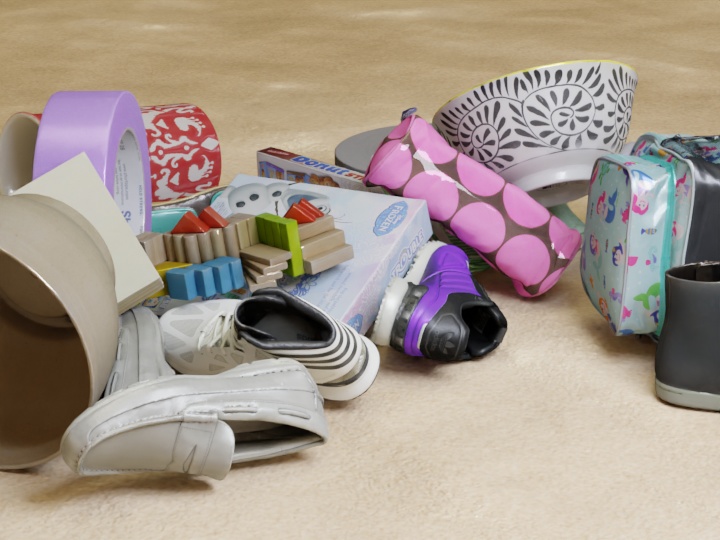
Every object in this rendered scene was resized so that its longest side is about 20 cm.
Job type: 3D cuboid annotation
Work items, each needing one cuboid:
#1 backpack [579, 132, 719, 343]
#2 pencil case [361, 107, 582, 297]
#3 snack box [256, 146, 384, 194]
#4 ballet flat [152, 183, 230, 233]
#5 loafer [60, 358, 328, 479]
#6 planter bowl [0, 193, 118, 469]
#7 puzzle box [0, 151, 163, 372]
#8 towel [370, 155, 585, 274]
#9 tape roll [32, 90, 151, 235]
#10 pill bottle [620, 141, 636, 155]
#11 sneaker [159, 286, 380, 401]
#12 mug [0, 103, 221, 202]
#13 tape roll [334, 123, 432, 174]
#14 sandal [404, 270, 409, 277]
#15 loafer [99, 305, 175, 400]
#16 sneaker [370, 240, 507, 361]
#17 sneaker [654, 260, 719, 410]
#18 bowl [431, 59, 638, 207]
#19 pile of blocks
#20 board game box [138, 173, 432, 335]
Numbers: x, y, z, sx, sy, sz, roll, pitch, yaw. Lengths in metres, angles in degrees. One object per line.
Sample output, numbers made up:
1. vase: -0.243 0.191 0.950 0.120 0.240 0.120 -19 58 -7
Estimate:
1. backpack: 0.265 -0.029 1.513 0.149 0.179 0.200 3 16 -2
2. pencil case: 0.099 -0.057 1.621 0.091 0.199 0.094 -56 7 -22
3. snack box: -0.032 -0.069 1.792 0.024 0.073 0.199 -20 27 -38
4. ballet flat: -0.153 -0.050 1.768 0.198 0.069 0.063 -4 6 -10
5. loafer: -0.114 0.114 1.279 0.198 0.070 0.070 -12 54 -28
6. planter bowl: -0.259 0.026 1.329 0.198 0.202 0.135 5 31 18
7. puzzle box: -0.274 0.008 1.442 0.199 0.025 0.134 -30 70 -8
8. towel: 0.115 -0.067 1.725 0.199 0.023 0.153 -13 58 -39
9. tape roll: -0.234 -0.057 1.585 0.065 0.202 0.200 -1 20 5
10. pill bottle: 0.335 -0.059 1.692 0.198 0.105 0.104 9 22 29
11. sneaker: -0.090 0.040 1.403 0.199 0.115 0.076 7 66 27
12. mug: -0.265 -0.113 1.854 0.199 0.135 0.177 -13 24 -37
13. tape roll: 0.072 -0.096 1.871 0.198 0.067 0.201 -1 19 0
14. sandal: 0.000 0.000 1.624 0.081 0.055 0.199 16 28 40
15. loafer: -0.186 0.078 1.404 0.069 0.071 0.200 2 19 -16
16. sneaker: 0.079 0.035 1.521 0.099 0.070 0.200 18 20 11
17. sneaker: 0.326 0.053 1.381 0.198 0.107 0.075 2 20 10
18. bowl: 0.172 -0.115 1.678 0.199 0.095 0.201 -10 -12 -2
19. pile of blocks: -0.107 -0.021 1.475 0.198 0.063 0.082 -13 19 -11
20. board game box: -0.067 0.001 1.556 0.197 0.044 0.200 9 43 29
